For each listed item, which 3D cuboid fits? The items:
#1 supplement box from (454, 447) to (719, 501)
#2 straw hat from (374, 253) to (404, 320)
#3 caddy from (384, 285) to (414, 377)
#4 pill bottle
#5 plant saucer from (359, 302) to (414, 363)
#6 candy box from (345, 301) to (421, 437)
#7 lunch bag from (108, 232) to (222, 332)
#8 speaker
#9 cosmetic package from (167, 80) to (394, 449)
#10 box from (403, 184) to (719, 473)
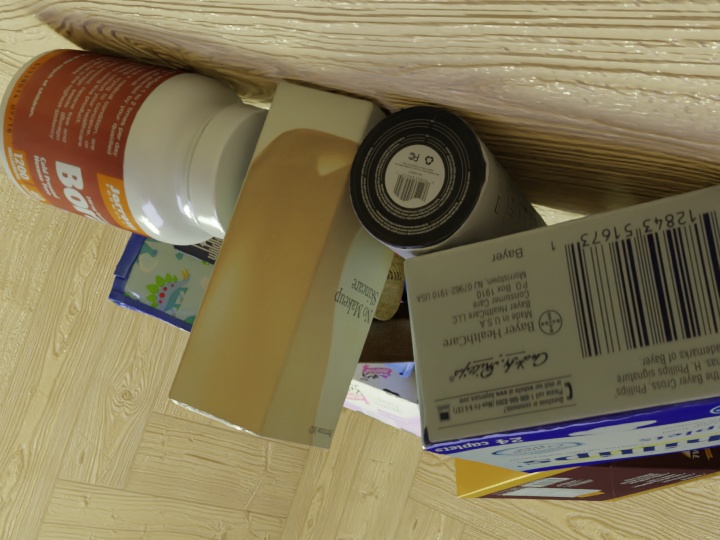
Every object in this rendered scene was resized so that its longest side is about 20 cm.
[{"bbox_3d":[0.219,0.141,1.010,0.196,0.136,0.197,6,158,-23],"label":"supplement box"},{"bbox_3d":[0.000,0.000,0.883,0.196,0.087,0.201,1,176,0],"label":"straw hat"},{"bbox_3d":[0.056,0.043,1.156,0.103,0.144,0.200,24,176,2],"label":"caddy"},{"bbox_3d":[-0.143,-0.082,0.703,0.197,0.114,0.112,16,175,33],"label":"pill bottle"},{"bbox_3d":[0.013,0.054,0.967,0.196,0.038,0.200,-1,-177,0],"label":"plant saucer"},{"bbox_3d":[0.072,0.096,1.295,0.166,0.200,0.072,16,142,40],"label":"candy box"},{"bbox_3d":[-0.137,-0.020,1.022,0.126,0.173,0.199,14,172,46],"label":"lunch bag"},{"bbox_3d":[0.065,-0.030,0.644,0.080,0.083,0.200,17,175,24],"label":"speaker"},{"bbox_3d":[-0.034,0.000,0.642,0.070,0.204,0.105,16,175,26],"label":"cosmetic package"},{"bbox_3d":[0.145,0.045,0.586,0.181,0.107,0.199,-13,162,23],"label":"box"}]
